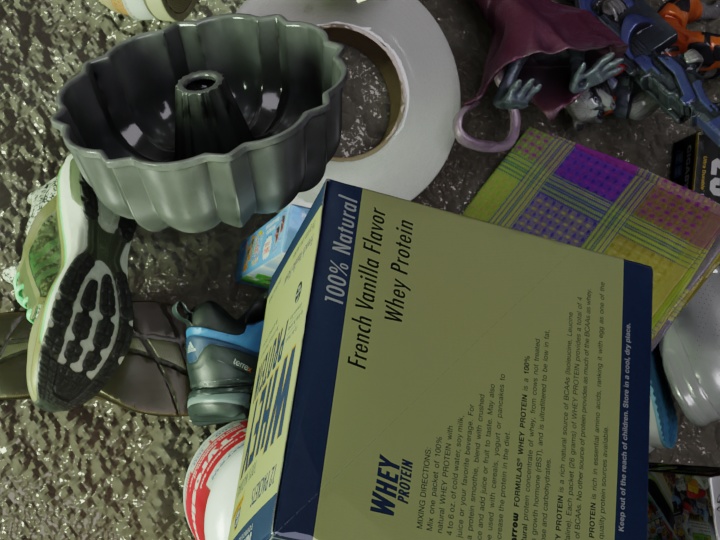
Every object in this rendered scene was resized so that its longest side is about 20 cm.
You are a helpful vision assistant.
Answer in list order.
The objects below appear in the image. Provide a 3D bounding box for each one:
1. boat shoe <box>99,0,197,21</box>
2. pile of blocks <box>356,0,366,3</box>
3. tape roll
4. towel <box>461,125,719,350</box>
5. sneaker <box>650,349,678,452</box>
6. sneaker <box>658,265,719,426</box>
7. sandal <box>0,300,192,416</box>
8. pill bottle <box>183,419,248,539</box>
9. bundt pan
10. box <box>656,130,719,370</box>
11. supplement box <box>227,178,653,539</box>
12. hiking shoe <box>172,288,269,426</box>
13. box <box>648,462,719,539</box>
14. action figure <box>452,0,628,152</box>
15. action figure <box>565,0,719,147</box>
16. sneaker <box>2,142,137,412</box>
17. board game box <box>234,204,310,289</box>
[{"bbox_3d":[-0.135,-0.272,0.919,0.068,0.075,0.202,7,57,24],"label":"boat shoe"},{"bbox_3d":[-0.005,-0.260,0.942,0.082,0.061,0.201,58,31,-33],"label":"pile of blocks"},{"bbox_3d":[-0.020,-0.136,0.956,0.200,0.037,0.206,2,83,-14],"label":"tape roll"},{"bbox_3d":[0.171,-0.022,0.936,0.199,0.023,0.144,30,75,35],"label":"towel"},{"bbox_3d":[0.185,0.048,0.967,0.080,0.076,0.203,-19,67,25],"label":"sneaker"},{"bbox_3d":[0.261,0.012,0.948,0.088,0.075,0.202,-26,69,22],"label":"sneaker"},{"bbox_3d":[-0.187,0.067,0.886,0.197,0.055,0.083,-2,78,0],"label":"sandal"},{"bbox_3d":[-0.055,0.162,0.826,0.111,0.200,0.114,1,88,-15],"label":"pill bottle"},{"bbox_3d":[-0.101,-0.096,0.832,0.200,0.202,0.076,-22,129,-15],"label":"bundt pan"},{"bbox_3d":[0.334,-0.003,1.028,0.158,0.049,0.203,9,82,-12],"label":"box"},{"bbox_3d":[0.043,0.087,0.691,0.197,0.134,0.202,14,63,-12],"label":"supplement box"},{"bbox_3d":[-0.041,0.053,0.877,0.199,0.074,0.088,-6,84,-49],"label":"hiking shoe"},{"bbox_3d":[0.219,0.197,0.896,0.034,0.200,0.112,-5,85,-18],"label":"box"},{"bbox_3d":[0.123,-0.208,0.973,0.133,0.149,0.201,6,47,-39],"label":"action figure"},{"bbox_3d":[0.255,-0.155,0.992,0.191,0.105,0.201,-19,54,-9],"label":"action figure"},{"bbox_3d":[-0.209,0.011,0.852,0.077,0.088,0.202,42,39,-43],"label":"sneaker"},{"bbox_3d":[0.000,0.000,0.861,0.149,0.200,0.037,14,80,-12],"label":"board game box"}]
